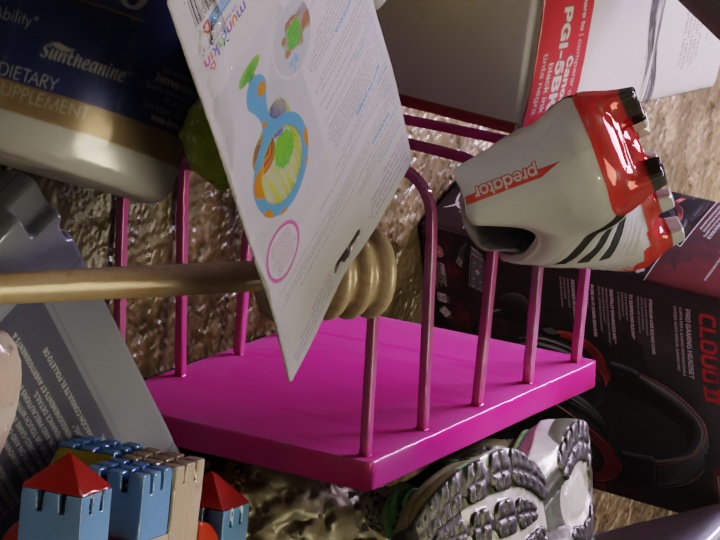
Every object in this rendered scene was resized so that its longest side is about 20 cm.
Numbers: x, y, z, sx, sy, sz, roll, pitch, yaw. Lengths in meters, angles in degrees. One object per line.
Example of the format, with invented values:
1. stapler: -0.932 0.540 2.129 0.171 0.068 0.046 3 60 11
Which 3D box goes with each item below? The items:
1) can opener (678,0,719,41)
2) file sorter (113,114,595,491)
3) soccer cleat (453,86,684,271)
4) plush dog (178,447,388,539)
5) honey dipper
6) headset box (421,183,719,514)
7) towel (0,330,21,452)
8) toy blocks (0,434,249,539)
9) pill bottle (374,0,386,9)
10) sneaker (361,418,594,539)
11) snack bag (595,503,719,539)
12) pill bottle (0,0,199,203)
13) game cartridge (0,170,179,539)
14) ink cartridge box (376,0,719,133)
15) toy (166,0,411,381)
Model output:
1. can opener: 0.110 -0.178 1.247 0.066 0.200 0.053 -42 178 31
2. file sorter: 0.000 0.000 1.285 0.200 0.138 0.126 -19 116 -56
3. soccer cleat: 0.084 -0.032 1.227 0.200 0.085 0.069 33 39 -81
4. plush dog: -0.028 0.140 1.317 0.200 0.160 0.173 0 76 -62
5. honey dipper: -0.078 0.006 1.104 0.199 0.038 0.038 -4 108 -34
6. headset box: 0.139 0.037 1.480 0.075 0.199 0.149 -47 141 -40
7. towel: -0.195 0.129 1.019 0.200 0.032 0.192 -28 137 -60
8. toy blocks: -0.098 0.127 1.133 0.200 0.099 0.138 -11 108 -67
9. pill bottle: -0.012 -0.212 1.190 0.112 0.112 0.201 30 77 -60
10. sneaker: 0.038 0.110 1.252 0.200 0.088 0.077 -8 91 -70
11. snack bag: 0.072 0.180 1.450 0.188 0.199 0.021 -38 104 -45
12. pill bottle: -0.095 -0.134 1.080 0.111 0.110 0.201 20 85 -61
13. game cartridge: -0.141 0.072 1.151 0.133 0.041 0.201 -51 143 -26
14. ink cartridge box: 0.063 -0.125 1.326 0.200 0.146 0.083 -16 118 -57
15. toy: -0.035 -0.069 1.059 0.201 0.047 0.115 79 34 -50
